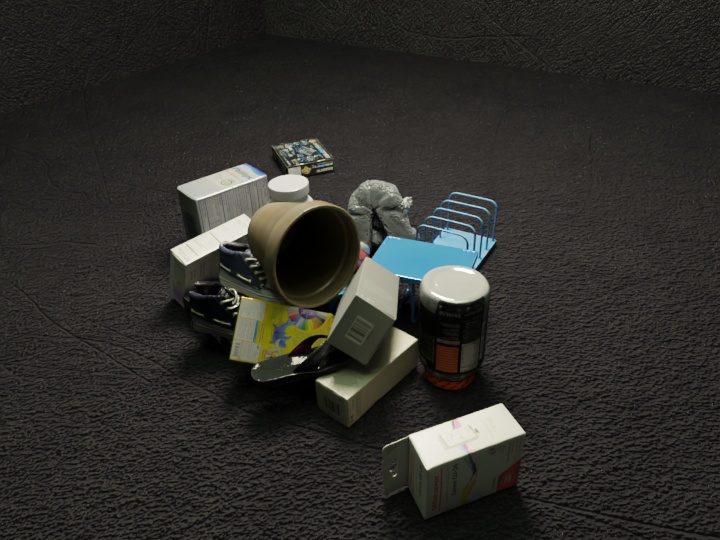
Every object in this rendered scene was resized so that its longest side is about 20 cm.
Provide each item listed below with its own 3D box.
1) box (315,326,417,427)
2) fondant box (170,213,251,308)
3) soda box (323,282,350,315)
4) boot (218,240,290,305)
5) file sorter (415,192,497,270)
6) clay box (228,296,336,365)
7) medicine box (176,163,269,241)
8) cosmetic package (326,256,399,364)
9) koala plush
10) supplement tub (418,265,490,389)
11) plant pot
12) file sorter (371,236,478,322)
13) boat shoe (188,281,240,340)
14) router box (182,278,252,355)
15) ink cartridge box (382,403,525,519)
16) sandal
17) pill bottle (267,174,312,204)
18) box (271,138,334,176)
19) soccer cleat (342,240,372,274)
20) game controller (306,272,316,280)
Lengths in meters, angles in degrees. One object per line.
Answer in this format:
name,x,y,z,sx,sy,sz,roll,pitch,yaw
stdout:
box,0.015,0.183,1.054,0.082,0.069,0.199,25,42,35
fondant box,-0.324,-0.022,1.305,0.058,0.145,0.199,41,49,20
soda box,-0.064,0.021,1.305,0.067,0.065,0.201,-11,35,-13
boot,-0.212,0.005,1.212,0.198,0.091,0.073,15,32,19
file sorter,0.227,-0.084,1.393,0.137,0.124,0.200,16,38,26
clay box,-0.132,0.125,1.078,0.198,0.048,0.116,13,75,-14
medicine box,-0.326,-0.139,1.452,0.199,0.184,0.103,-27,41,-33
cosmetic package,0.010,0.066,1.055,0.090,0.107,0.200,31,21,-3
koala plush,0.056,-0.138,1.457,0.175,0.186,0.200,-10,10,14
supplement tub,0.163,0.104,1.043,0.121,0.202,0.123,-1,33,1
plant pot,-0.129,-0.052,1.133,0.199,0.202,0.173,-26,36,-32
file sorter,0.127,0.029,1.215,0.198,0.124,0.139,11,35,19
boat shoe,-0.235,0.079,1.111,0.197,0.094,0.075,8,39,7
router box,-0.258,0.084,1.229,0.148,0.052,0.199,-27,43,-33
ink cartridge box,0.133,0.283,0.854,0.198,0.118,0.068,-14,35,-16
sandal,-0.092,0.149,1.015,0.198,0.048,0.075,-17,32,-18
pill bottle,-0.162,-0.116,1.391,0.114,0.202,0.116,-1,33,1
box,-0.189,-0.366,1.909,0.157,0.046,0.200,-14,35,-17
soccer cleat,0.000,0.000,1.260,0.067,0.200,0.074,13,73,18
game controller,-0.129,-0.009,1.269,0.104,0.043,0.199,-36,36,-30
